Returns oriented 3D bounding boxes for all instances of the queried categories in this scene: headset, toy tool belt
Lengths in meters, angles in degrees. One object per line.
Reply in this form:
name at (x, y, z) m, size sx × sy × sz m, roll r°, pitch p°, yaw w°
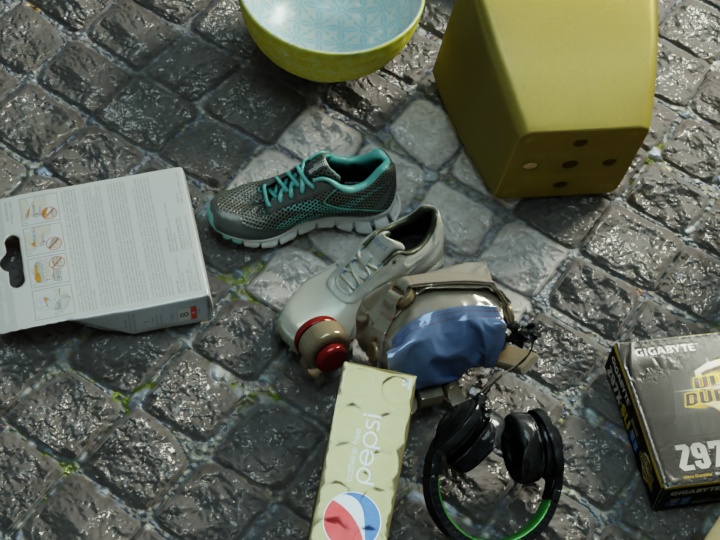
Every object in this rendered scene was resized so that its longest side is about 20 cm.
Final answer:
headset at (0.126, 0.147, 1.442) m, size 0.123 × 0.094 × 0.201 m, roll 12°, pitch 79°, yaw -13°
toy tool belt at (0.052, 0.073, 1.503) m, size 0.199 × 0.125 × 0.123 m, roll -17°, pitch 49°, yaw -19°

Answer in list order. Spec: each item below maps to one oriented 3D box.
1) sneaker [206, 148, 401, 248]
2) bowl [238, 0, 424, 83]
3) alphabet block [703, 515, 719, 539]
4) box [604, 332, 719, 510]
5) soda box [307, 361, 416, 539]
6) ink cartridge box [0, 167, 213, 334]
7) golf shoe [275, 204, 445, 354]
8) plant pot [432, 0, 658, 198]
sneaker at (-0.054, -0.082, 1.624) m, size 0.199 × 0.091 × 0.078 m, roll -10°, pitch 54°, yaw -15°
bowl at (-0.035, -0.265, 1.755) m, size 0.199 × 0.108 × 0.201 m, roll 4°, pitch 52°, yaw -5°
alphabet block at (0.363, 0.278, 1.347) m, size 0.196 × 0.196 × 0.200 m, roll 33°, pitch 57°, yaw 15°
box at (0.347, 0.134, 1.543) m, size 0.199 × 0.049 × 0.160 m, roll -5°, pitch 56°, yaw -11°
soda box at (-0.003, 0.185, 1.406) m, size 0.067 × 0.064 × 0.201 m, roll 11°, pitch 74°, yaw 0°
ink cartridge box at (-0.252, -0.009, 1.579) m, size 0.199 × 0.050 × 0.163 m, roll -12°, pitch 56°, yaw -6°
golf shoe at (0.000, 0.000, 1.567) m, size 0.200 × 0.097 × 0.078 m, roll -36°, pitch 67°, yaw -28°
plant pot at (0.198, -0.183, 1.684) m, size 0.199 × 0.200 × 0.177 m, roll -3°, pitch 65°, yaw -10°
